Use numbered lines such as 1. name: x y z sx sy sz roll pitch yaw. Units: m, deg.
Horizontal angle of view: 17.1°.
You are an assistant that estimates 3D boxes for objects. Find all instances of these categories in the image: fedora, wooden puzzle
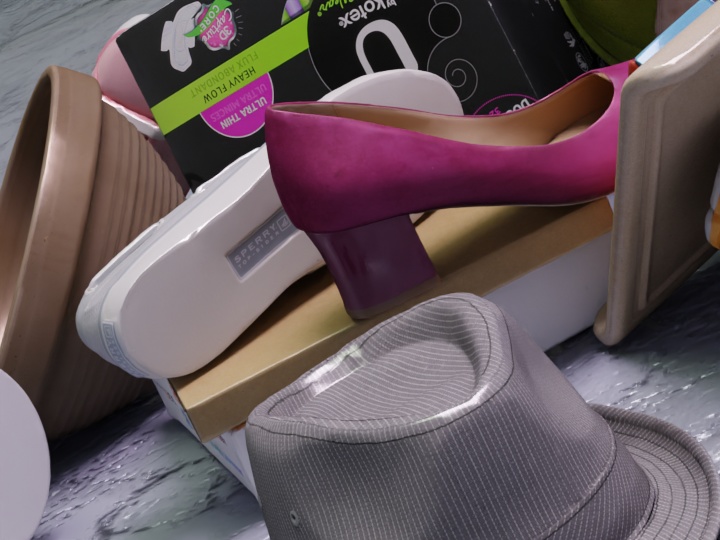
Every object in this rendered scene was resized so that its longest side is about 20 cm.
1. fedora: 0.026 0.069 0.856 0.176 0.091 0.200 -30 17 -12
2. wooden puzzle: 0.161 -0.078 0.973 0.185 0.037 0.200 -40 -23 -22

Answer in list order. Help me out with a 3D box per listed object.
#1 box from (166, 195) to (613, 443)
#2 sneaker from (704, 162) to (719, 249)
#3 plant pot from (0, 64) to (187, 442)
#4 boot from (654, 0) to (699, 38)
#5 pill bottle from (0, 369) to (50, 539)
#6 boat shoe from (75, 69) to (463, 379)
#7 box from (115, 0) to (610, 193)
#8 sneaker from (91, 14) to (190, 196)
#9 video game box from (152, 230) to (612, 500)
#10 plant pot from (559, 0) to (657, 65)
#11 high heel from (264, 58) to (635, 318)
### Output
1. box: 0.000 0.000 1.068 0.199 0.021 0.164 -26 20 -6
2. sneaker: 0.221 -0.044 0.974 0.077 0.079 0.200 26 40 31
3. plant pot: -0.138 0.004 1.218 0.092 0.202 0.201 13 11 -13
4. boot: 0.237 -0.159 1.034 0.199 0.064 0.187 5 -46 -33
5. pill bottle: -0.246 0.101 1.118 0.199 0.114 0.113 -12 21 39
6. boat shoe: -0.040 -0.022 1.052 0.200 0.072 0.068 -44 27 -21
7. box: 0.004 -0.110 1.246 0.199 0.149 0.124 -29 -1 28
8. sneaker: -0.142 -0.042 1.349 0.105 0.075 0.201 -55 -10 -46
9. video game box: 0.010 0.023 1.105 0.199 0.047 0.182 -29 15 -12
10. plant pot: 0.155 -0.207 1.111 0.199 0.201 0.193 -21 -24 14
11. high heel: 0.058 -0.067 0.993 0.199 0.097 0.067 -32 22 -18
